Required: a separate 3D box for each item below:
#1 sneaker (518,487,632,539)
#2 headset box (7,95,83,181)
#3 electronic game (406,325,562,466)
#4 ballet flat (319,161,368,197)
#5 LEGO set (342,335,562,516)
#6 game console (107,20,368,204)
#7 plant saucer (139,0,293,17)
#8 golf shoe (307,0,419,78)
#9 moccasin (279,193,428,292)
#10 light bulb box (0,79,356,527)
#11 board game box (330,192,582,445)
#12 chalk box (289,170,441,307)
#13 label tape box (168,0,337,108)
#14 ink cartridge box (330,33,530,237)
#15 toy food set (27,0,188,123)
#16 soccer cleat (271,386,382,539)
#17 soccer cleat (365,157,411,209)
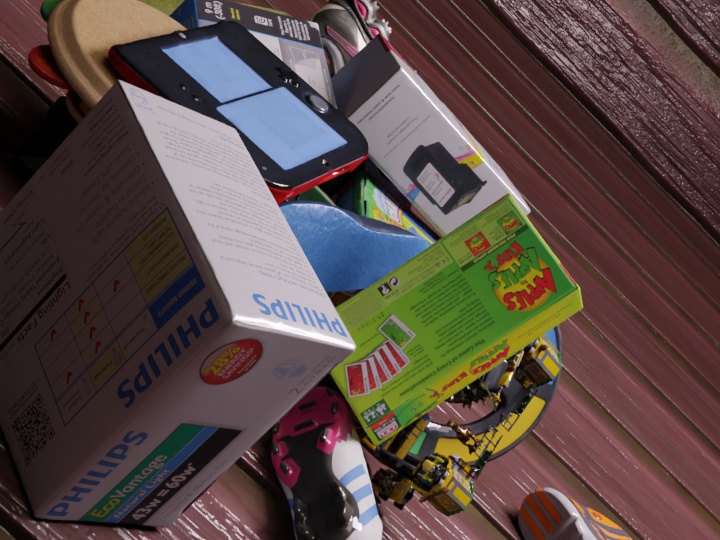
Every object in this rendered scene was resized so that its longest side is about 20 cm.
[{"bbox_3d":[0.239,0.291,1.430,0.112,0.078,0.201,19,34,-51],"label":"sneaker"},{"bbox_3d":[-0.174,-0.066,1.255,0.149,0.077,0.200,52,22,12],"label":"headset box"},{"bbox_3d":[0.089,0.081,1.356,0.200,0.200,0.042,40,-3,-17],"label":"electronic game"},{"bbox_3d":[-0.015,-0.076,1.539,0.063,0.067,0.202,2,76,-52],"label":"ballet flat"},{"bbox_3d":[0.058,0.090,1.239,0.116,0.200,0.154,45,-7,-38],"label":"LEGO set"},{"bbox_3d":[-0.091,-0.133,1.209,0.177,0.031,0.200,46,27,7],"label":"game console"},{"bbox_3d":[-0.146,-0.202,1.524,0.198,0.048,0.201,7,42,-25],"label":"plant saucer"},{"bbox_3d":[0.015,-0.193,1.576,0.201,0.088,0.077,57,-9,-4],"label":"golf shoe"},{"bbox_3d":[-0.028,-0.015,1.256,0.068,0.081,0.199,19,0,42],"label":"moccasin"},{"bbox_3d":[-0.141,0.027,0.969,0.124,0.198,0.201,17,36,-51],"label":"light bulb box"},{"bbox_3d":[0.066,0.038,1.193,0.102,0.199,0.048,56,-3,24],"label":"board game box"},{"bbox_3d":[0.000,0.000,1.421,0.200,0.125,0.124,40,20,-17],"label":"chalk box"},{"bbox_3d":[-0.131,-0.195,1.433,0.198,0.064,0.145,11,40,-22],"label":"label tape box"},{"bbox_3d":[0.064,-0.121,1.481,0.200,0.083,0.146,45,9,-21],"label":"ink cartridge box"},{"bbox_3d":[-0.175,-0.150,1.211,0.200,0.049,0.198,50,28,10],"label":"toy food set"},{"bbox_3d":[-0.023,0.172,1.153,0.200,0.069,0.087,-101,165,-59],"label":"soccer cleat"},{"bbox_3d":[0.014,-0.120,1.609,0.076,0.067,0.202,15,62,-31],"label":"soccer cleat"}]
